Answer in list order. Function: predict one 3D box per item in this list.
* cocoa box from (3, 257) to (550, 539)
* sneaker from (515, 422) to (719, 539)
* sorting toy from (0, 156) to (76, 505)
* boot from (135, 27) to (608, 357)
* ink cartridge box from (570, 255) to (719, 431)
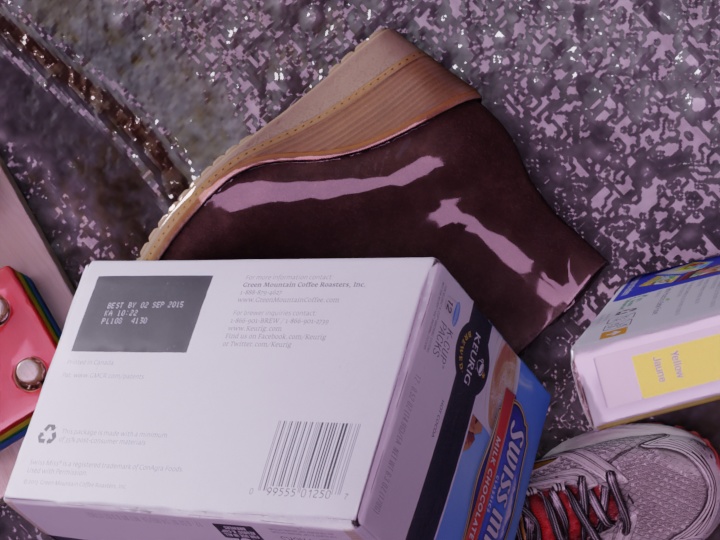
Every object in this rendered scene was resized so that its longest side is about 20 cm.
[{"bbox_3d":[-0.035,0.082,1.019,0.199,0.131,0.134,0,59,32],"label":"cocoa box"},{"bbox_3d":[0.083,0.130,1.066,0.199,0.082,0.078,-19,89,14],"label":"sneaker"},{"bbox_3d":[-0.247,0.037,1.117,0.198,0.070,0.201,-31,80,1],"label":"sorting toy"},{"bbox_3d":[0.000,0.000,1.082,0.200,0.072,0.167,-41,82,10],"label":"boot"},{"bbox_3d":[0.203,0.010,0.967,0.199,0.198,0.047,-13,94,15],"label":"ink cartridge box"}]
